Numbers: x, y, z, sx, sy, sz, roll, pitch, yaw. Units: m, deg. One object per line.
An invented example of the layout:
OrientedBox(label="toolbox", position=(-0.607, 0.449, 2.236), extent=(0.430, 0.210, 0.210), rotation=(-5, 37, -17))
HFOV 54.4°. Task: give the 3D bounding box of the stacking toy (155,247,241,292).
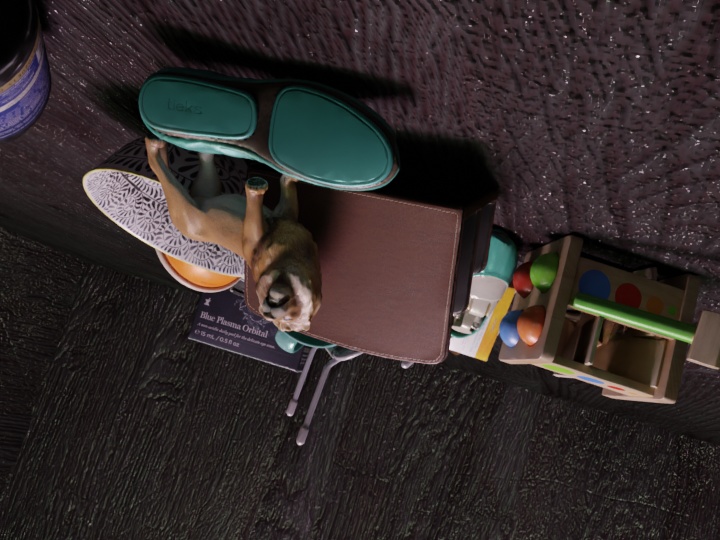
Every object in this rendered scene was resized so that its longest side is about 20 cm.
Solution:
OrientedBox(label="stacking toy", position=(-0.149, -0.063, 0.856), extent=(0.145, 0.148, 0.199), rotation=(24, 151, -37))

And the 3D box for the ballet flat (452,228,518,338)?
OrientedBox(label="ballet flat", position=(0.134, 0.029, 0.798), extent=(0.066, 0.071, 0.201), rotation=(9, 154, 0))

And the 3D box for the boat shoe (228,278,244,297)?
OrientedBox(label="boat shoe", position=(-0.122, 0.046, 1.124), extent=(0.198, 0.057, 0.069), rotation=(28, -159, 8))

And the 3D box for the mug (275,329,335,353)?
OrientedBox(label="mug", position=(-0.047, 0.001, 0.828), extent=(0.184, 0.114, 0.153), rotation=(-21, 102, 41))

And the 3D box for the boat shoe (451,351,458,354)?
OrientedBox(label="boat shoe", position=(0.155, 0.055, 1.043), extent=(0.072, 0.072, 0.201), rotation=(42, 160, 25))

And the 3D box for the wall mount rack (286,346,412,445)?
OrientedBox(label="wall mount rack", position=(-0.025, 0.118, 0.851), extent=(0.075, 0.173, 0.200), rotation=(60, 172, -9))

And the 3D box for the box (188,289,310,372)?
OrientedBox(label="box", position=(-0.167, 0.052, 1.213), extent=(0.194, 0.202, 0.117), rotation=(16, 173, 4))

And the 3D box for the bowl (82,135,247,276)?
OrientedBox(label="bowl", position=(-0.175, -0.083, 0.733), extent=(0.198, 0.095, 0.201), rotation=(19, 159, 8))

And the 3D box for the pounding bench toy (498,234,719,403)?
OrientedBox(label="pounding bench toy", position=(0.236, 0.045, 0.682), extent=(0.154, 0.126, 0.200), rotation=(18, 170, -5))

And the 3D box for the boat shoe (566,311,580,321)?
OrientedBox(label="boat shoe", position=(0.319, 0.103, 1.027), extent=(0.071, 0.073, 0.200), rotation=(20, 170, -17))

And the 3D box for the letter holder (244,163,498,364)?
OrientedBox(label="letter holder", position=(0.005, -0.013, 0.624), extent=(0.198, 0.144, 0.100), rotation=(13, -160, 23))

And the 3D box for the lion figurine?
OrientedBox(label="lion figurine", position=(-0.106, -0.040, 0.585), extent=(0.199, 0.124, 0.072), rotation=(33, -137, 30))

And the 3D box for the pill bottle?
OrientedBox(label="pill bottle", position=(-0.289, -0.156, 0.515), extent=(0.111, 0.113, 0.200), rotation=(20, 170, -18))

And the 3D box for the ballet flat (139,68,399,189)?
OrientedBox(label="ballet flat", position=(-0.062, -0.109, 0.518), extent=(0.198, 0.068, 0.070), rotation=(15, -165, 8))

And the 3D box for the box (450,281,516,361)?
OrientedBox(label="box", position=(0.092, 0.036, 0.926), extent=(0.198, 0.120, 0.042), rotation=(18, -150, 3))
